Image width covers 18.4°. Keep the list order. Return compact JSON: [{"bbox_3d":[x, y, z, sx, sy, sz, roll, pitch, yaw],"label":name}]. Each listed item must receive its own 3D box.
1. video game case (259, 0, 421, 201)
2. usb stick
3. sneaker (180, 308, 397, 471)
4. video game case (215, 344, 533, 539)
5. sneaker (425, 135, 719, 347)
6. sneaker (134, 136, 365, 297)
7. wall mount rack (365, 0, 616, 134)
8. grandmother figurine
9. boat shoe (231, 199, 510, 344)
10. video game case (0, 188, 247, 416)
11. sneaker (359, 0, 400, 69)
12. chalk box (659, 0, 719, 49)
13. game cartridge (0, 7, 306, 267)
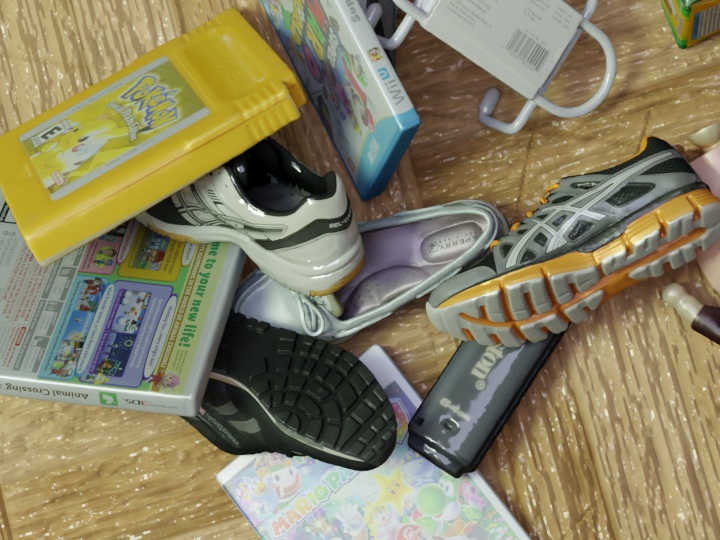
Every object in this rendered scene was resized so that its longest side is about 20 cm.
[{"bbox_3d":[-0.025,-0.156,1.461,0.018,0.143,0.201,-24,79,-16],"label":"video game case"},{"bbox_3d":[0.101,0.042,1.463,0.055,0.033,0.201,33,83,7],"label":"usb stick"},{"bbox_3d":[-0.060,0.087,1.460,0.199,0.088,0.076,27,51,24],"label":"sneaker"},{"bbox_3d":[0.018,0.171,1.475,0.143,0.018,0.200,-39,79,2],"label":"video game case"},{"bbox_3d":[0.131,-0.017,1.424,0.199,0.078,0.078,-24,61,0],"label":"sneaker"},{"bbox_3d":[-0.082,-0.060,1.448,0.199,0.088,0.076,21,51,26],"label":"sneaker"},{"bbox_3d":[0.093,-0.194,1.456,0.199,0.074,0.175,32,90,-32],"label":"wall mount rack"},{"bbox_3d":[0.258,0.004,1.445,0.121,0.060,0.202,-27,82,32],"label":"grandmother figurine"},{"bbox_3d":[0.001,0.001,1.473,0.200,0.065,0.075,-17,80,10],"label":"boat shoe"},{"bbox_3d":[-0.172,0.008,1.463,0.180,0.022,0.201,6,45,9],"label":"video game case"},{"bbox_3d":[0.030,-0.214,1.493,0.113,0.075,0.202,-9,96,-7],"label":"sneaker"},{"bbox_3d":[0.226,-0.269,1.448,0.123,0.124,0.202,-23,79,4],"label":"chalk box"},{"bbox_3d":[-0.143,-0.093,1.451,0.199,0.176,0.033,-32,118,-4],"label":"game cartridge"}]
